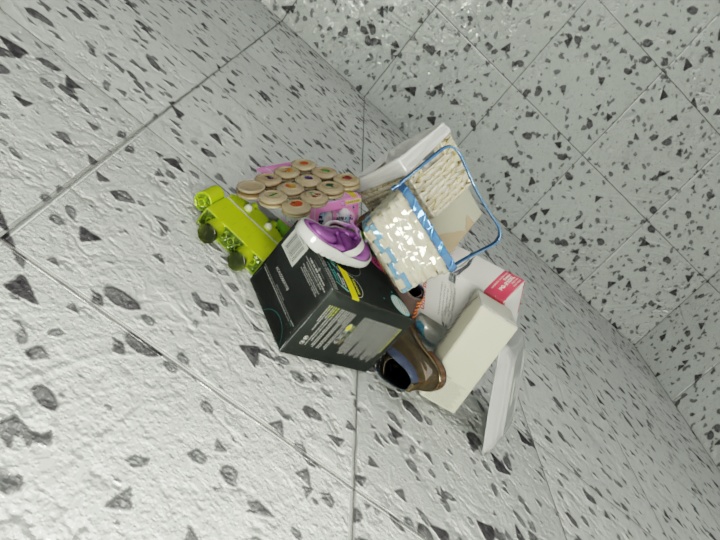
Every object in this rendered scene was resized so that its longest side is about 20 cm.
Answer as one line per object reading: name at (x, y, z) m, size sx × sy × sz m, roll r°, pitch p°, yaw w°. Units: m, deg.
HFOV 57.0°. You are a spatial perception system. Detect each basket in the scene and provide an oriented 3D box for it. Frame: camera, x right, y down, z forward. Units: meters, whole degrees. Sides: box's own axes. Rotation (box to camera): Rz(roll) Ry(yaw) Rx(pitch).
basket at (0.108, -0.077, 1.062) m, size 0.179 × 0.197 × 0.139 m, roll 59°, pitch 8°, yaw -11°
basket at (0.093, -0.163, 1.213) m, size 0.125 × 0.135 × 0.199 m, roll 55°, pitch -25°, yaw -11°

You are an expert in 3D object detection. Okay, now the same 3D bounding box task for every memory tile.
memory tile at (-0.106, -0.149, 1.153) m, size 0.151 × 0.017 × 0.199 m, roll 22°, pitch 35°, yaw 26°

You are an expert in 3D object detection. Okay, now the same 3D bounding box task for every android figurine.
android figurine at (-0.189, -0.065, 1.080) m, size 0.182 × 0.041 × 0.200 m, roll 44°, pitch 21°, yaw -3°

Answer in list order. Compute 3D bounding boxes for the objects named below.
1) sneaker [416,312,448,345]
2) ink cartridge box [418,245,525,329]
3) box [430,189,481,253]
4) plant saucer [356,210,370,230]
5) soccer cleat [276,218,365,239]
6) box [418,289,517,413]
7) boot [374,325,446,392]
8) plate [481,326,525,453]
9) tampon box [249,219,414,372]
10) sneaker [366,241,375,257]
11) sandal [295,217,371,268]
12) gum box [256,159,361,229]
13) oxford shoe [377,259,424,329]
sneaker at (0.184, 0.108, 1.420) m, size 0.198 × 0.081 × 0.077 m, roll 5°, pitch 43°, yaw -52°
ink cartridge box at (0.208, 0.049, 1.302) m, size 0.198 × 0.147 × 0.084 m, roll 31°, pitch 48°, yaw 30°
box at (0.139, -0.076, 1.243) m, size 0.079 × 0.094 × 0.200 m, roll 55°, pitch 49°, yaw -12°
plant saucer at (0.028, -0.110, 1.392) m, size 0.033 × 0.198 × 0.200 m, roll 56°, pitch 18°, yaw -7°
soccer cleat at (-0.072, -0.072, 1.252) m, size 0.197 × 0.068 × 0.081 m, roll -1°, pitch 40°, yaw -44°
box at (0.183, 0.142, 1.157) m, size 0.081 × 0.202 × 0.069 m, roll 30°, pitch 20°, yaw -11°
boot at (0.053, 0.129, 1.118) m, size 0.199 × 0.076 × 0.096 m, roll 41°, pitch 23°, yaw 28°
plate at (0.274, 0.219, 1.235) m, size 0.032 × 0.206 × 0.199 m, roll 10°, pitch 8°, yaw 21°
tampon box at (-0.042, 0.045, 1.019) m, size 0.198 × 0.127 × 0.151 m, roll 22°, pitch 28°, yaw -47°
sneaker at (0.059, -0.059, 1.390) m, size 0.073 × 0.120 × 0.200 m, roll 35°, pitch -3°, yaw -14°
sandal at (-0.023, -0.048, 0.975) m, size 0.083 × 0.050 × 0.202 m, roll 50°, pitch 17°, yaw 15°
gum box at (-0.095, -0.131, 1.210) m, size 0.111 × 0.068 × 0.199 m, roll -16°, pitch 37°, yaw -34°
oxford shoe at (0.083, 0.067, 1.200) m, size 0.072 × 0.071 × 0.204 m, roll -58°, pitch 138°, yaw -50°
